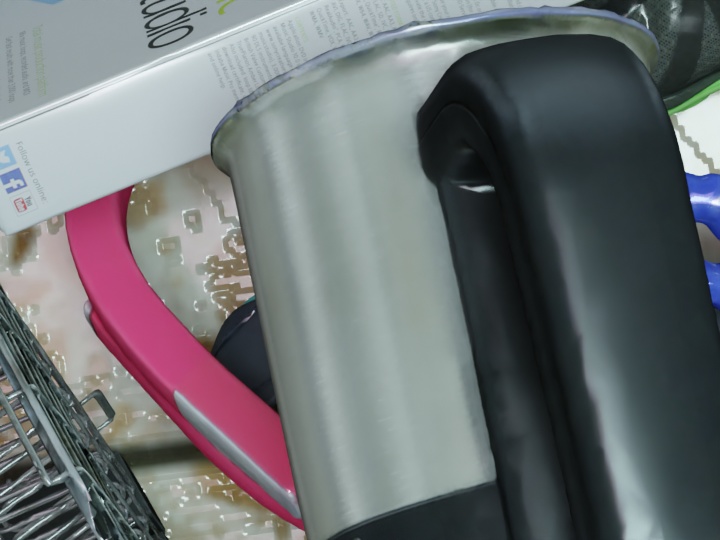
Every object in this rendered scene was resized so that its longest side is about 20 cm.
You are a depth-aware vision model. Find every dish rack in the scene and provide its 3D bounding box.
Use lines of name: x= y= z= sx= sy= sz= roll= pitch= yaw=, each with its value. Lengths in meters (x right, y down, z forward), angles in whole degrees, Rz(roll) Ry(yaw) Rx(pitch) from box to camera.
dish rack: x=-0.081 y=0.077 z=0.767 sx=0.054 sy=0.200 sz=0.154 roll=-31 pitch=56 yaw=-5

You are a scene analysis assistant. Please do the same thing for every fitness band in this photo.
fitness band: x=0.000 y=0.000 z=0.817 sx=0.144 sy=0.037 sz=0.200 roll=-39 pitch=62 yaw=-15

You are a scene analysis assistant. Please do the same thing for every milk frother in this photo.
milk frother: x=0.087 y=0.033 z=0.651 sx=0.199 sy=0.180 sz=0.189 roll=-4 pitch=73 yaw=-30

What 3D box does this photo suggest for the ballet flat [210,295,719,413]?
ballet flat: x=0.050 y=0.042 z=0.839 sx=0.199 sy=0.073 sz=0.073 roll=0 pitch=90 yaw=3

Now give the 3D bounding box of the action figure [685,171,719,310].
action figure: x=0.142 y=-0.008 z=0.762 sx=0.199 sy=0.099 sz=0.065 roll=22 pitch=55 yaw=-19

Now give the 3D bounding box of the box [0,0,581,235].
box: x=-0.023 y=-0.087 z=0.806 sx=0.199 sy=0.144 sz=0.036 roll=-21 pitch=115 yaw=1

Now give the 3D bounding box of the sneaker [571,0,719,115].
sneaker: x=0.120 y=-0.096 z=0.823 sx=0.199 sy=0.084 sz=0.077 roll=-7 pitch=47 yaw=-5
